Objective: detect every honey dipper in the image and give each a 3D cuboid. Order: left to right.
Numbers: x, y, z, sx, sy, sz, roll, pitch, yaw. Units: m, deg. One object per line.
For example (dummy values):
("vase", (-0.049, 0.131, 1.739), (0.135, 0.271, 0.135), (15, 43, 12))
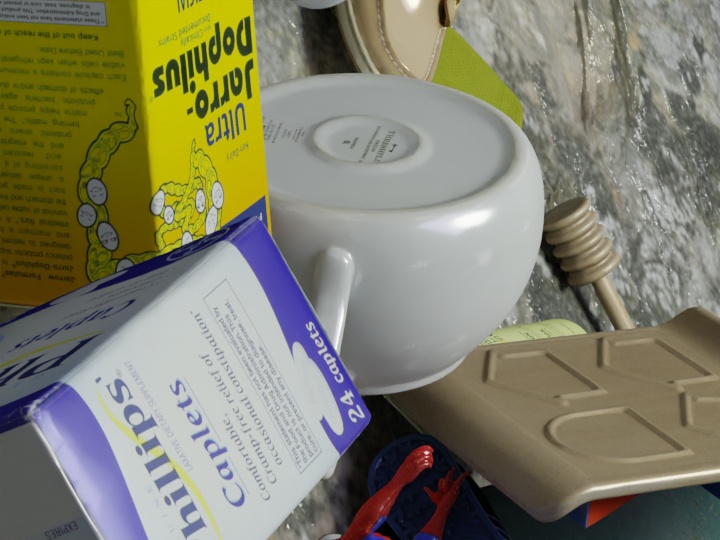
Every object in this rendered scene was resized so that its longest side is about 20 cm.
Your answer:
("honey dipper", (0.174, 0.047, 1.732), (0.201, 0.038, 0.038), (61, 31, -15))

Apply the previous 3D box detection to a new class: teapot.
("teapot", (0.000, 0.000, 1.384), (0.199, 0.197, 0.147), (-16, 124, -32))

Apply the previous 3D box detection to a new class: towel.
("towel", (0.040, -0.135, 1.659), (0.200, 0.018, 0.086), (44, 38, -33))

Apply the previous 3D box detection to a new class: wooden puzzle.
("wooden puzzle", (0.139, 0.082, 1.427), (0.199, 0.185, 0.047), (-10, 113, -25))

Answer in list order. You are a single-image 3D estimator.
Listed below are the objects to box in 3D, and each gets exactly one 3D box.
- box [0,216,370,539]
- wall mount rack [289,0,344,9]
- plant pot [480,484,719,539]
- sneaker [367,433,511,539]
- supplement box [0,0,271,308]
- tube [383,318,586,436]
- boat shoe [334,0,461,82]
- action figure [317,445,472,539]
("box", (-0.126, 0.084, 1.093), (0.105, 0.183, 0.200), (62, 31, -10))
("wall mount rack", (-0.074, -0.226, 1.402), (0.074, 0.173, 0.201), (15, 57, -65))
("plant pot", (0.204, 0.187, 1.525), (0.195, 0.199, 0.198), (4, 66, -55))
("sneaker", (0.066, 0.175, 1.401), (0.078, 0.070, 0.201), (55, 9, -50))
("supplement box", (-0.117, -0.092, 1.226), (0.109, 0.109, 0.201), (-38, 129, -58))
("tube", (0.069, 0.062, 1.541), (0.200, 0.058, 0.052), (-8, 96, -56))
("boat shoe", (0.032, -0.182, 1.593), (0.074, 0.069, 0.201), (41, 37, -37))
("action figure", (0.049, 0.126, 1.319), (0.065, 0.199, 0.099), (38, 66, -33))
